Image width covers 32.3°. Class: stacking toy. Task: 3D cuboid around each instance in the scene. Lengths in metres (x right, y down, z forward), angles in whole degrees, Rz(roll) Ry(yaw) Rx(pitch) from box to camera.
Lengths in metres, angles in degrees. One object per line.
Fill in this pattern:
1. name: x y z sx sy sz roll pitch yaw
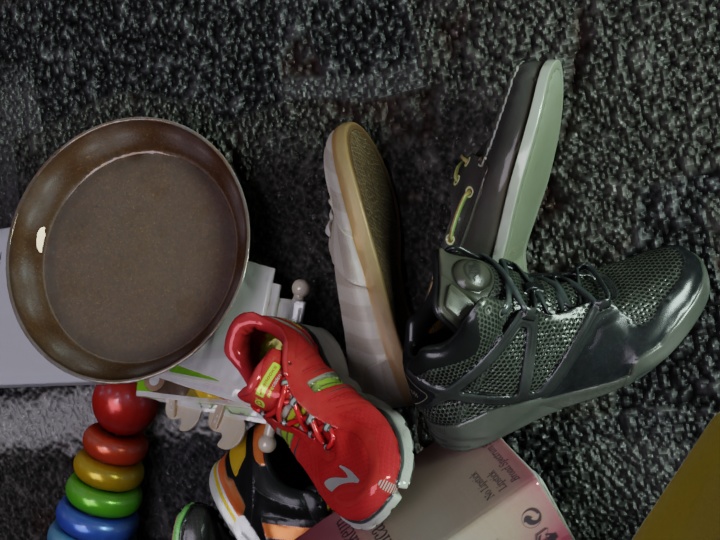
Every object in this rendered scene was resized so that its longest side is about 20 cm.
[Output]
1. stacking toy: -0.210 0.176 1.010 0.084 0.085 0.203 19 103 26

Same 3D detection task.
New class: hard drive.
1. hard drive: -0.268 0.028 1.018 0.198 0.027 0.134 -6 75 37

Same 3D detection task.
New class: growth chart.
1. growth chart: -0.124 0.046 0.943 0.198 0.018 0.147 21 92 31

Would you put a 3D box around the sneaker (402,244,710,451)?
1. sneaker: 0.112 0.023 0.750 0.197 0.077 0.115 -25 126 7

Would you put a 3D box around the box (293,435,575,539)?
1. box: 0.036 0.203 0.775 0.199 0.128 0.110 -34 106 -4

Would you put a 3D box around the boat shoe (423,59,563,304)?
1. boat shoe: 0.083 -0.041 0.806 0.060 0.072 0.204 19 109 22

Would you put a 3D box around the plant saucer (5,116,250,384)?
1. plant saucer: -0.171 -0.014 0.932 0.197 0.034 0.204 -3 77 15

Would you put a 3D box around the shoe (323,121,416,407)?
1. shoe: 0.000 0.000 0.861 0.053 0.070 0.203 -11 94 23

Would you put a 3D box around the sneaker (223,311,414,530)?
1. sneaker: -0.037 0.093 0.800 0.078 0.084 0.200 -58 37 9

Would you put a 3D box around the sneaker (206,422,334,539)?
1. sneaker: -0.030 0.198 0.908 0.201 0.070 0.090 51 121 17

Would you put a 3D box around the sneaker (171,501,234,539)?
1. sneaker: -0.077 0.262 0.951 0.083 0.077 0.202 -28 93 24

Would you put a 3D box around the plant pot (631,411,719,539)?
1. plant pot: 0.244 0.227 0.641 0.198 0.177 0.202 22 112 -14
